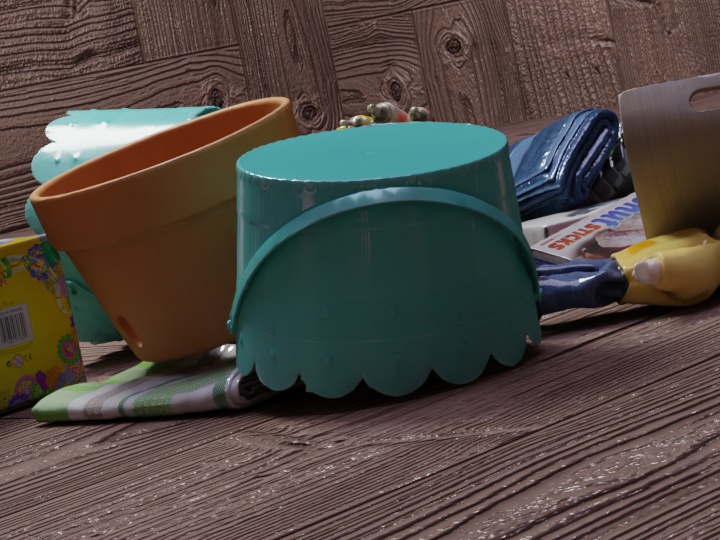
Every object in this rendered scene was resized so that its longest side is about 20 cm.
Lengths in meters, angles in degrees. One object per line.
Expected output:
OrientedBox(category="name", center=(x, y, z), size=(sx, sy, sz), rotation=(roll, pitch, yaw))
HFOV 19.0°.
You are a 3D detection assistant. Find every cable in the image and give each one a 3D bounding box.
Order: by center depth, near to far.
OrientedBox(category="cable", center=(0.058, -0.116, 1.918), size=(0.096, 0.051, 0.200), rotation=(-6, -6, 20))

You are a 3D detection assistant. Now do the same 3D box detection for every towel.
OrientedBox(category="towel", center=(-0.113, 0.071, 1.488), size=(0.199, 0.031, 0.149), rotation=(-7, 7, 39))
OrientedBox(category="towel", center=(0.143, -0.079, 1.911), size=(0.200, 0.048, 0.112), rotation=(-27, 26, 53))

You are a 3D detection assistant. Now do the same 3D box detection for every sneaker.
OrientedBox(category="sneaker", center=(0.252, -0.071, 1.928), size=(0.115, 0.075, 0.200), rotation=(26, -41, -24))

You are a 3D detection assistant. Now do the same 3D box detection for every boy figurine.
OrientedBox(category="boy figurine", center=(0.201, -0.006, 1.459), size=(0.198, 0.065, 0.124), rotation=(-13, 3, 6))

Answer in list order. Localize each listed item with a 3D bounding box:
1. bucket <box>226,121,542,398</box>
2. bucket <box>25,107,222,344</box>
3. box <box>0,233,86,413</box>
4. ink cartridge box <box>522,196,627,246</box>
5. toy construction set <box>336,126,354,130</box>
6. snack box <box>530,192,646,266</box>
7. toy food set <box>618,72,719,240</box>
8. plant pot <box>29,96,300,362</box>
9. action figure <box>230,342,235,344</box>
OrientedBox(category="bucket", center=(0.013, -0.012, 1.376), size=(0.205, 0.136, 0.207), rotation=(-6, 15, 1))
OrientedBox(category="bucket", center=(-0.173, -0.041, 1.797), size=(0.134, 0.209, 0.207), rotation=(-5, 8, 21))
OrientedBox(category="box", center=(-0.352, 0.057, 1.631), size=(0.192, 0.123, 0.199), rotation=(-7, 7, 45))
OrientedBox(category="ink cartridge box", center=(0.238, -0.036, 1.758), size=(0.199, 0.045, 0.176), rotation=(-14, 6, -22))
OrientedBox(category="toy construction set", center=(0.042, -0.062, 1.833), size=(0.199, 0.093, 0.131), rotation=(20, -22, -20))
OrientedBox(category="snack box", center=(0.206, -0.025, 1.640), size=(0.071, 0.025, 0.200), rotation=(17, 25, 30))
OrientedBox(category="toy food set", center=(0.264, -0.068, 1.504), size=(0.142, 0.061, 0.200), rotation=(-10, -35, 10))
OrientedBox(category="plant pot", center=(-0.120, -0.025, 1.542), size=(0.199, 0.141, 0.200), rotation=(-20, 10, 4))
OrientedBox(category="action figure", center=(-0.059, 0.039, 1.619), size=(0.199, 0.052, 0.065), rotation=(-10, 11, 28))
